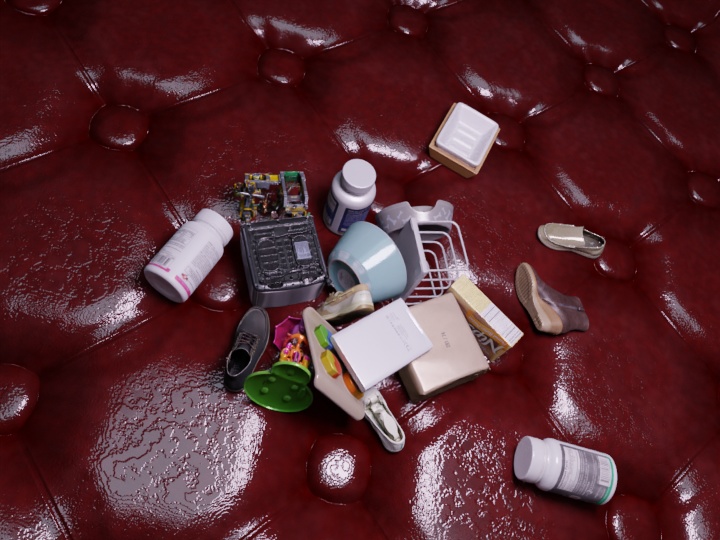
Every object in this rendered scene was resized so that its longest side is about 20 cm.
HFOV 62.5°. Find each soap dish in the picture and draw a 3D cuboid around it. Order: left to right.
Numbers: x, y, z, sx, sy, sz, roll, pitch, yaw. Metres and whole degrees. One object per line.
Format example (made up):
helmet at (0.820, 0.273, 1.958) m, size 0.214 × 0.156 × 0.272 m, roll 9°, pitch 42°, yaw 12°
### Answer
soap dish at (0.296, -0.372, 1.707) m, size 0.156 × 0.081 × 0.201 m, roll 30°, pitch 61°, yaw 2°

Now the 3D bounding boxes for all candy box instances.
candy box at (0.285, 0.117, 1.437) m, size 0.055 × 0.116 × 0.200 m, roll -39°, pitch 78°, yaw -27°

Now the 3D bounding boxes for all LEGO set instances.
LEGO set at (-0.206, -0.154, 1.426) m, size 0.197 × 0.155 × 0.117 m, roll 4°, pitch 45°, yaw -20°

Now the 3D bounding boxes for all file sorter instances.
file sorter at (0.153, -0.014, 1.425) m, size 0.123 × 0.200 × 0.141 m, roll -1°, pitch 64°, yaw -19°

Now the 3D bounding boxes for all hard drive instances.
hard drive at (0.048, 0.156, 1.276) m, size 0.199 × 0.025 × 0.133 m, roll -26°, pitch 74°, yaw -32°

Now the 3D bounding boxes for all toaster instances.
toaster at (-0.177, -0.014, 1.382) m, size 0.178 × 0.119 × 0.202 m, roll -9°, pitch 66°, yaw -18°

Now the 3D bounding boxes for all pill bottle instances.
pill bottle at (-0.383, -0.037, 1.343) m, size 0.113 × 0.114 × 0.201 m, roll 32°, pitch 61°, yaw 3°
pill bottle at (-0.024, -0.180, 1.459) m, size 0.109 × 0.200 × 0.113 m, roll 6°, pitch 62°, yaw -12°
pill bottle at (0.452, 0.441, 1.319) m, size 0.197 × 0.113 × 0.114 m, roll 17°, pitch 61°, yaw -5°

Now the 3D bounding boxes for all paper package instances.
paper package at (0.168, 0.181, 1.383) m, size 0.188 × 0.104 × 0.202 m, roll -17°, pitch 70°, yaw -22°

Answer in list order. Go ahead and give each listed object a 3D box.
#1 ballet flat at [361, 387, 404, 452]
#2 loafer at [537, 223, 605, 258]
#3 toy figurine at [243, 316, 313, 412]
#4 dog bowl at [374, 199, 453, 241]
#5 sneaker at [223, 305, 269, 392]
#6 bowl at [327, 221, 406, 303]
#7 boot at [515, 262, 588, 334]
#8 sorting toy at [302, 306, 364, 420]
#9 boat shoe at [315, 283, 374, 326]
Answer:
ballet flat at (0.036, 0.305, 1.307) m, size 0.069 × 0.070 × 0.201 m, roll -30°, pitch 74°, yaw -25°
loafer at (0.591, -0.093, 1.650) m, size 0.197 × 0.068 × 0.077 m, roll 13°, pitch 61°, yaw -8°
toy figurine at (-0.149, 0.173, 1.271) m, size 0.148 × 0.201 × 0.186 m, roll 21°, pitch 48°, yaw -12°
dog bowl at (0.136, -0.115, 1.477) m, size 0.197 × 0.200 × 0.060 m, roll -3°, pitch 77°, yaw -16°
sneaker at (-0.240, 0.156, 1.286) m, size 0.074 × 0.106 × 0.202 m, roll 16°, pitch 61°, yaw -6°
bowl at (0.000, 0.000, 1.367) m, size 0.105 × 0.201 × 0.201 m, roll -34°, pitch 76°, yaw -35°
boot at (0.502, 0.073, 1.558) m, size 0.164 × 0.072 × 0.202 m, roll 1°, pitch 62°, yaw -28°
sorting toy at (-0.051, 0.193, 1.258) m, size 0.036 × 0.185 × 0.201 m, roll -28°, pitch 43°, yaw 14°
boat shoe at (-0.042, 0.080, 1.330) m, size 0.073 × 0.199 × 0.067 m, roll 13°, pitch 67°, yaw -41°
